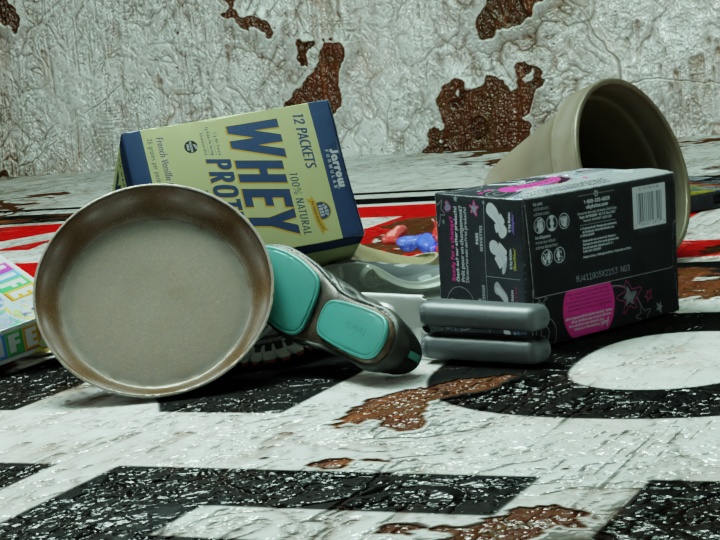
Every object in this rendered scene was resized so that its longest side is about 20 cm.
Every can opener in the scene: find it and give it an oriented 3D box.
[{"bbox_3d":[0.075,0.045,1.457,0.199,0.053,0.066,2,10,42],"label":"can opener"}]

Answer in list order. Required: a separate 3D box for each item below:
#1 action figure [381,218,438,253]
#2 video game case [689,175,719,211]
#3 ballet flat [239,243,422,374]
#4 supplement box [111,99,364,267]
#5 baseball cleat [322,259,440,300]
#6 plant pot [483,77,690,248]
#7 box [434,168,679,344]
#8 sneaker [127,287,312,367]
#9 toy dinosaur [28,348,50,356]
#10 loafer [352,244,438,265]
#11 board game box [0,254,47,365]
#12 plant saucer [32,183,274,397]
[{"bbox_3d":[0.085,-0.020,1.883,0.051,0.066,0.200,-25,13,-16],"label":"action figure"},{"bbox_3d":[0.442,-0.106,2.413,0.179,0.026,0.199,-10,10,-34],"label":"video game case"},{"bbox_3d":[-0.023,0.040,1.450,0.068,0.068,0.199,26,5,-46],"label":"ballet flat"},{"bbox_3d":[-0.121,-0.043,1.628,0.198,0.136,0.200,-11,-17,-16],"label":"supplement box"},{"bbox_3d":[0.034,0.026,1.630,0.198,0.071,0.106,2,-1,-12],"label":"baseball cleat"},{"bbox_3d":[0.232,-0.087,1.906,0.173,0.202,0.199,-19,-4,43],"label":"plant pot"},{"bbox_3d":[0.173,-0.017,1.543,0.199,0.134,0.114,-12,11,-41],"label":"box"},{"bbox_3d":[-0.112,0.041,1.510,0.198,0.083,0.078,-8,8,-22],"label":"sneaker"},{"bbox_3d":[-0.310,0.057,1.699,0.198,0.059,0.101,-18,27,-25],"label":"toy dinosaur"},{"bbox_3d":[0.000,0.000,1.782,0.198,0.068,0.076,-10,9,-27],"label":"loafer"},{"bbox_3d":[-0.370,0.037,1.644,0.134,0.035,0.199,-21,29,-30],"label":"board game box"},{"bbox_3d":[-0.170,0.020,1.454,0.198,0.202,0.032,-6,-30,-3],"label":"plant saucer"}]
